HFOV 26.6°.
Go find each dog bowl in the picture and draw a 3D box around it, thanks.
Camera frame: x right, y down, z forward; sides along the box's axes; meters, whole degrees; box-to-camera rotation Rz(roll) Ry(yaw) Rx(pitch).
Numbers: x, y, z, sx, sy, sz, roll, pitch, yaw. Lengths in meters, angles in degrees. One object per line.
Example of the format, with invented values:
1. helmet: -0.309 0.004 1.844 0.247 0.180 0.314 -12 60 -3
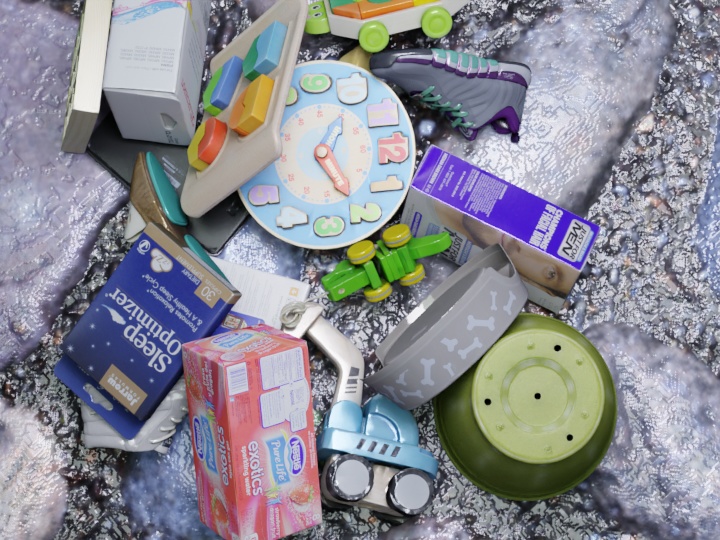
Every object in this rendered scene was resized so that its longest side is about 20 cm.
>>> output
1. dog bowl: 0.088 0.061 1.539 0.200 0.200 0.059 -45 94 -4

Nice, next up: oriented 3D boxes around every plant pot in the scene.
1. plant pot: 0.175 0.133 1.547 0.198 0.193 0.203 0 82 2

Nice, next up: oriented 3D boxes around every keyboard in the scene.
1. keyboard: -0.197 -0.122 1.685 0.200 0.021 0.127 40 87 6

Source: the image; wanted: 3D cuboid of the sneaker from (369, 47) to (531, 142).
1. sneaker: 0.099 -0.186 1.623 0.198 0.074 0.089 3 89 -29

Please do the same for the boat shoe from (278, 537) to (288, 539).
1. boat shoe: -0.044 0.356 1.586 0.071 0.070 0.200 -40 82 -4

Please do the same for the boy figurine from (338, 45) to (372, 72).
1. boy figurine: -0.030 -0.150 1.661 0.123 0.064 0.202 12 82 5

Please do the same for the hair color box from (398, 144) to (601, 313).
1. hair color box: 0.143 -0.042 1.610 0.199 0.110 0.065 25 64 5

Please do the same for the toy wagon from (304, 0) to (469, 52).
1. toy wagon: 0.016 -0.288 1.641 0.198 0.156 0.040 -13 125 1

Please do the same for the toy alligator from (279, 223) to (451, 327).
1. toy alligator: 0.000 0.000 1.603 0.199 0.054 0.060 -25 114 -4

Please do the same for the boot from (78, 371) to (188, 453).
1. boot: -0.203 0.147 1.629 0.198 0.074 0.097 -4 88 10

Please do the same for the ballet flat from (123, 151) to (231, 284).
1. ballet flat: -0.208 -0.030 1.625 0.072 0.068 0.201 -34 79 9

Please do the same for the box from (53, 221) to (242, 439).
1. box: -0.228 0.066 1.580 0.121 0.032 0.201 39 99 11

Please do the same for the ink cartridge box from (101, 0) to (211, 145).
1. ink cartridge box: -0.214 -0.254 1.626 0.082 0.146 0.202 5 73 2

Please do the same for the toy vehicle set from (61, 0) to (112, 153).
1. toy vehicle set: -0.291 -0.206 1.610 0.026 0.200 0.126 8 80 -13

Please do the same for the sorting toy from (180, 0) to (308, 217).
1. sorting toy: -0.128 -0.175 1.590 0.036 0.185 0.202 24 56 -28

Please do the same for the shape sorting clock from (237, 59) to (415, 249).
1. shape sorting clock: -0.040 -0.123 1.608 0.198 0.039 0.202 0 85 3

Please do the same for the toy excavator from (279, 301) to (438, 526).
1. toy excavator: -0.005 0.150 1.600 0.193 0.100 0.202 14 71 -6

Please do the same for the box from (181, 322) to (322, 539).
1. box: -0.110 0.167 1.552 0.102 0.094 0.202 -15 109 -30

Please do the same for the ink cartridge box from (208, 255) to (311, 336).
1. ink cartridge box: -0.159 0.036 1.653 0.198 0.037 0.096 16 82 2
